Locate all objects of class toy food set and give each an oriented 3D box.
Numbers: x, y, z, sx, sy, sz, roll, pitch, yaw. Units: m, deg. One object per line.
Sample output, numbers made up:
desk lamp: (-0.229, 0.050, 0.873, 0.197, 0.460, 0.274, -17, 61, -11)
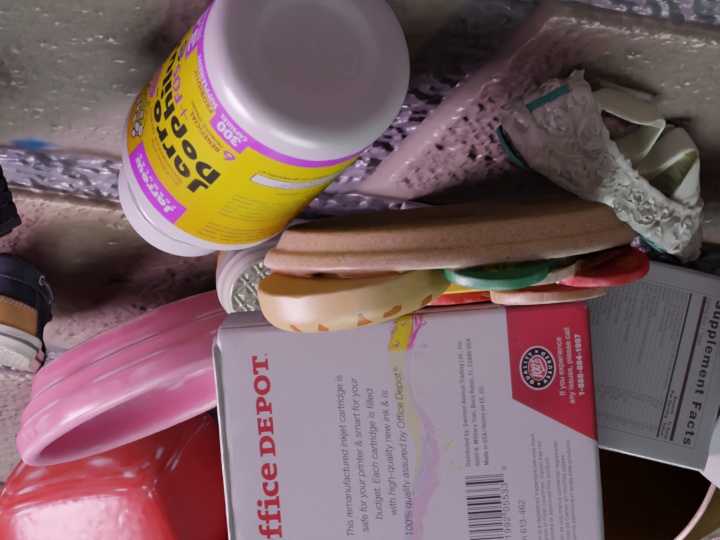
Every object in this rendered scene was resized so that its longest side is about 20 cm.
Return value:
toy food set: (0.049, -0.005, 1.433, 0.197, 0.049, 0.200, -4, -176, 4)

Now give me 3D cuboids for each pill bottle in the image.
pill bottle: (-0.058, -0.074, 1.400, 0.104, 0.105, 0.200, 7, 158, -21)

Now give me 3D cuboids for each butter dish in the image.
butter dish: (-0.175, 0.151, 1.964, 0.199, 0.148, 0.200, -12, -162, 21)

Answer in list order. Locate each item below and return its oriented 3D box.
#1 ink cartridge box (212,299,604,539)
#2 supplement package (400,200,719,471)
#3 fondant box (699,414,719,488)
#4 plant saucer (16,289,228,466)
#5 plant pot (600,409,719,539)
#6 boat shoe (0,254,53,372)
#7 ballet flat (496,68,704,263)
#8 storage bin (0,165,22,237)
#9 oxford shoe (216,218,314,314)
ink cartridge box: (0.027, 0.089, 1.499, 0.199, 0.146, 0.083, -4, -174, 3)
supplement package: (0.108, 0.037, 1.592, 0.199, 0.114, 0.110, 14, -179, 0)
fondant box: (0.281, 0.035, 1.590, 0.058, 0.200, 0.144, 38, 161, 10)
plant saucer: (-0.129, 0.063, 1.763, 0.200, 0.051, 0.201, -23, 172, -4)
plant pot: (0.201, 0.099, 1.804, 0.186, 0.187, 0.200, -15, 169, 34)
boat shoe: (-0.224, 0.025, 1.722, 0.074, 0.062, 0.200, 15, 172, -9)
ballet flat: (0.149, -0.057, 1.519, 0.072, 0.072, 0.200, -13, 158, 30)
storage bin: (-0.294, -0.029, 1.447, 0.199, 0.094, 0.135, -14, -171, 33)
oxford shoe: (0.000, 0.000, 1.679, 0.199, 0.075, 0.058, 1, -154, -27)
